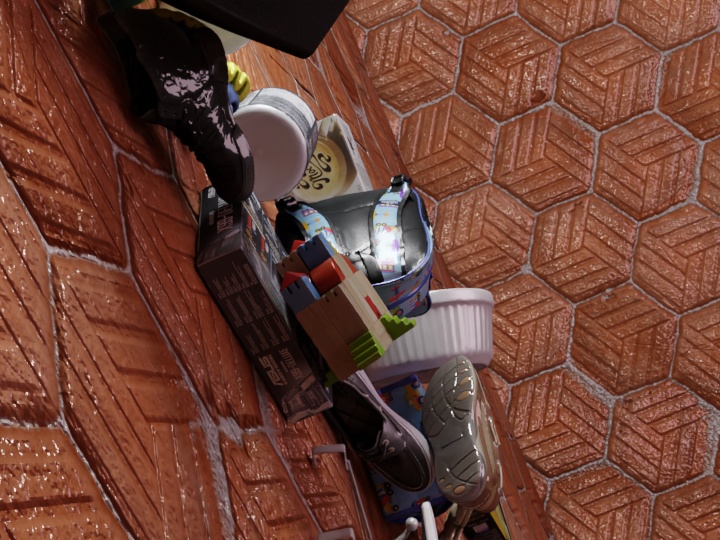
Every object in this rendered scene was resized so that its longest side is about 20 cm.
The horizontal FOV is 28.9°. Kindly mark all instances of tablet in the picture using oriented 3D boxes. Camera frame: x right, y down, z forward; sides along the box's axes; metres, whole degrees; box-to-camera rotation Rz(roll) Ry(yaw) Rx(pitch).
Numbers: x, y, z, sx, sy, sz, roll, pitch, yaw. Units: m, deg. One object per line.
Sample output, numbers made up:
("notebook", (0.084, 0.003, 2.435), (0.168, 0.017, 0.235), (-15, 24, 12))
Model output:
("tablet", (0.074, 0.337, 1.389), (0.200, 0.014, 0.130), (87, -2, -46))

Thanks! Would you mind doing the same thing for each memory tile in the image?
("memory tile", (0.107, 0.304, 1.641), (0.017, 0.154, 0.200), (23, 6, 4))

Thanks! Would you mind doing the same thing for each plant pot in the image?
("plant pot", (-0.098, -0.301, 1.258), (0.177, 0.200, 0.199), (36, -2, -31))

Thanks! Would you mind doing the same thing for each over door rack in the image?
("over door rack", (0.022, 0.278, 1.350), (0.148, 0.066, 0.200), (-98, 163, -62))

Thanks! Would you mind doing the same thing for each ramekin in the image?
("ramekin", (0.079, 0.091, 1.794), (0.202, 0.202, 0.094), (36, 44, -74))

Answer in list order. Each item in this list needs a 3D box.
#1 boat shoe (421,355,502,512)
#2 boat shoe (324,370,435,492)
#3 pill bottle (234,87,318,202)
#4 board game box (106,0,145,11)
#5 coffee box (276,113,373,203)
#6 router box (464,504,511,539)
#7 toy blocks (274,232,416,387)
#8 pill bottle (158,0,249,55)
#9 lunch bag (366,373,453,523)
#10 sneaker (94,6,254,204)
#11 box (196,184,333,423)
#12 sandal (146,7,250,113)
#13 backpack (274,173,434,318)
("boat shoe", (0.118, 0.186, 1.563), (0.072, 0.076, 0.200), (41, 34, -36))
("boat shoe", (0.012, 0.175, 1.525), (0.200, 0.070, 0.066), (57, 22, -16))
("pill bottle", (-0.102, -0.146, 1.558), (0.200, 0.106, 0.106), (-79, 145, -75))
("board game box", (-0.260, -0.373, 1.384), (0.199, 0.043, 0.200), (-95, 160, -66))
("coffee box", (-0.038, -0.079, 1.758), (0.080, 0.113, 0.200), (25, 43, -77))
("router box", (0.174, 0.335, 2.177), (0.200, 0.052, 0.157), (-104, 168, -44))
("toy blocks", (-0.027, 0.026, 1.345), (0.137, 0.100, 0.200), (55, 9, 0))
("pill bottle", (-0.178, -0.340, 1.578), (0.200, 0.111, 0.111), (-104, 168, -46))
("lunch bag", (0.062, 0.223, 1.686), (0.200, 0.094, 0.151), (56, 14, -75))
("sneaker", (-0.166, -0.147, 1.271), (0.104, 0.060, 0.200), (-24, 109, -39))
("box", (-0.091, 0.026, 1.363), (0.158, 0.050, 0.200), (-98, 162, -59))
("sandal", (-0.171, -0.185, 1.352), (0.200, 0.079, 0.087), (38, 57, -56))
("backpack", (0.000, 0.000, 1.551), (0.200, 0.182, 0.135), (-103, -177, -59))
